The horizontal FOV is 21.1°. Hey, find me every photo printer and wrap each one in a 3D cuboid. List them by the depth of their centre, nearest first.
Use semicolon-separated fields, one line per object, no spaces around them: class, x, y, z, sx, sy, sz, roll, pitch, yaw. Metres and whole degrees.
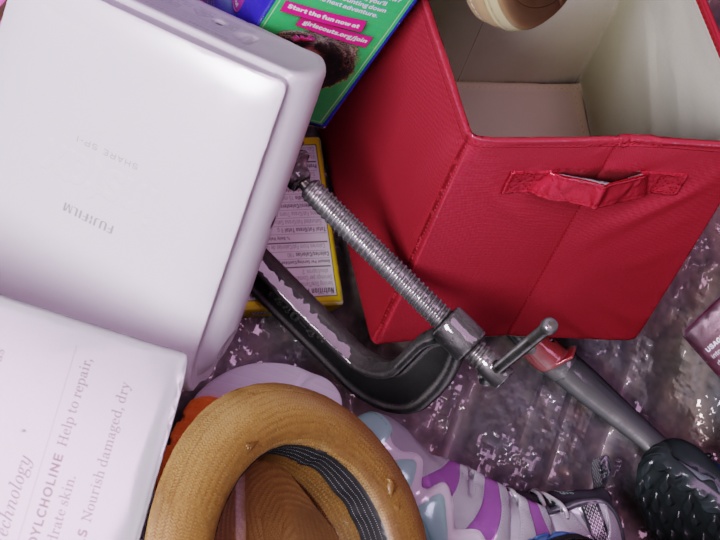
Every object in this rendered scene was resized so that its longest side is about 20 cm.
photo printer;-0.122;-0.045;0.984;0.166;0.201;0.069;26;24;10

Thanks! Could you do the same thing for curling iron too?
curling iron;0.119;0.043;1.154;0.200;0.026;0.050;45;66;-2

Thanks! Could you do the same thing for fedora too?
fedora;-0.050;0.158;0.944;0.200;0.082;0.202;16;66;-40

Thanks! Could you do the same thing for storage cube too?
storage cube;0.089;-0.081;1.076;0.170;0.180;0.201;-1;52;-20

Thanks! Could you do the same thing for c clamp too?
c clamp;0.000;0.000;1.020;0.200;0.171;0.027;41;56;6

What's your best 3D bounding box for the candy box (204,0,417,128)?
candy box;-0.013;-0.204;1.002;0.077;0.200;0.170;11;53;-23

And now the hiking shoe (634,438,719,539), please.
hiking shoe;0.246;0.154;1.148;0.200;0.074;0.087;38;54;-14

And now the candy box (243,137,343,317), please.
candy box;-0.112;-0.022;1.094;0.199;0.026;0.103;-3;78;-20

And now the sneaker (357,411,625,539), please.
sneaker;0.088;0.137;1.093;0.140;0.078;0.201;-38;97;-27

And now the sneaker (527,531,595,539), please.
sneaker;0.085;0.181;0.961;0.199;0.082;0.071;-23;108;-49

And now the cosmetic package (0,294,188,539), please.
cosmetic package;-0.213;0.104;0.941;0.199;0.167;0.167;18;69;-12

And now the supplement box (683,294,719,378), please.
supplement box;0.294;0.075;1.135;0.200;0.086;0.110;49;21;8

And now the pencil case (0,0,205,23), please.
pencil case;-0.157;-0.131;1.081;0.199;0.091;0.094;-18;115;-25

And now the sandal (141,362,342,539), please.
sandal;-0.081;0.137;1.036;0.079;0.059;0.207;21;55;18

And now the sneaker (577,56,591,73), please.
sneaker;0.169;-0.116;1.207;0.076;0.076;0.201;-4;71;-2

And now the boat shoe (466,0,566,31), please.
boat shoe;0.079;-0.191;1.006;0.201;0.064;0.072;-68;144;-44
